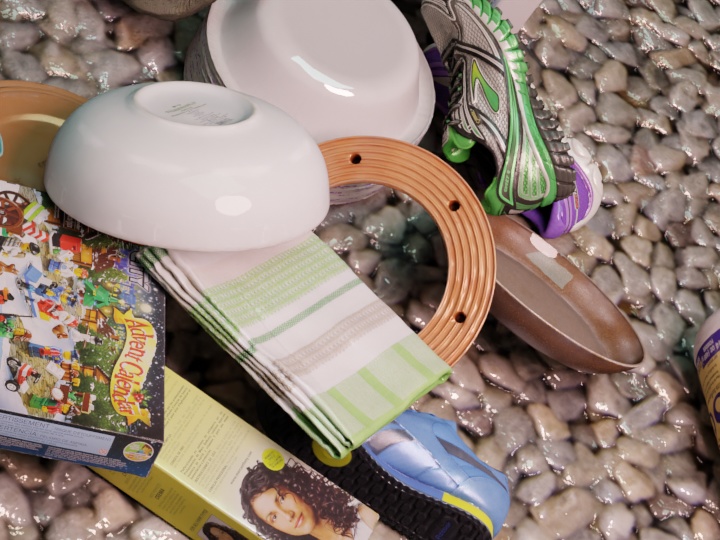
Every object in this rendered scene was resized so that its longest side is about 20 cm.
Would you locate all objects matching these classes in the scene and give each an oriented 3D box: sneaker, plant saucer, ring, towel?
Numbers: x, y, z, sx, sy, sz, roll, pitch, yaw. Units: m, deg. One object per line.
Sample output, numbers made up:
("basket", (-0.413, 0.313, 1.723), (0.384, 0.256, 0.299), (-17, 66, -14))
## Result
("sneaker", (0.096, -0.138, 1.331), (0.085, 0.078, 0.201), (-22, 77, -12))
("sneaker", (0.117, -0.111, 1.392), (0.200, 0.081, 0.083), (46, 50, 8))
("plant saucer", (0.135, 0.016, 1.296), (0.200, 0.032, 0.200), (33, 20, -13))
("ring", (0.000, 0.000, 1.217), (0.199, 0.019, 0.202), (-2, 76, 6))
("towel", (-0.040, 0.025, 1.141), (0.200, 0.031, 0.149), (43, 38, 11))
("sneaker", (0.018, 0.124, 1.180), (0.199, 0.066, 0.079), (32, 44, -8))
("plant saucer", (-0.229, -0.057, 1.194), (0.199, 0.032, 0.201), (15, 51, -20))

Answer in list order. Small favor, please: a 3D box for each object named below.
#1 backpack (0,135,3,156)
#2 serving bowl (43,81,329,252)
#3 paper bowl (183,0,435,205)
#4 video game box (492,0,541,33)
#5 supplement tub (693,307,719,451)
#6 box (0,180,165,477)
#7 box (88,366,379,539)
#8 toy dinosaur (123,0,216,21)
("backpack", (-0.328, -0.131, 1.086), (0.153, 0.176, 0.200), (-38, 70, -2))
("serving bowl", (-0.116, -0.085, 1.149), (0.199, 0.066, 0.200), (7, 26, -4))
("paper bowl", (-0.033, -0.161, 1.331), (0.199, 0.104, 0.202), (14, 52, -18))
("video game box", (0.145, -0.337, 1.491), (0.047, 0.200, 0.183), (7, 55, -26))
("supplement tub", (0.352, 0.125, 1.309), (0.145, 0.146, 0.201), (8, 54, -24))
("box", (-0.196, 0.032, 1.077), (0.136, 0.038, 0.201), (13, 42, -19))
("box", (-0.090, 0.143, 1.114), (0.199, 0.050, 0.075), (34, 46, -3))
("toy dinosaur", (-0.154, -0.232, 1.313), (0.199, 0.077, 0.102), (30, 66, 19))
